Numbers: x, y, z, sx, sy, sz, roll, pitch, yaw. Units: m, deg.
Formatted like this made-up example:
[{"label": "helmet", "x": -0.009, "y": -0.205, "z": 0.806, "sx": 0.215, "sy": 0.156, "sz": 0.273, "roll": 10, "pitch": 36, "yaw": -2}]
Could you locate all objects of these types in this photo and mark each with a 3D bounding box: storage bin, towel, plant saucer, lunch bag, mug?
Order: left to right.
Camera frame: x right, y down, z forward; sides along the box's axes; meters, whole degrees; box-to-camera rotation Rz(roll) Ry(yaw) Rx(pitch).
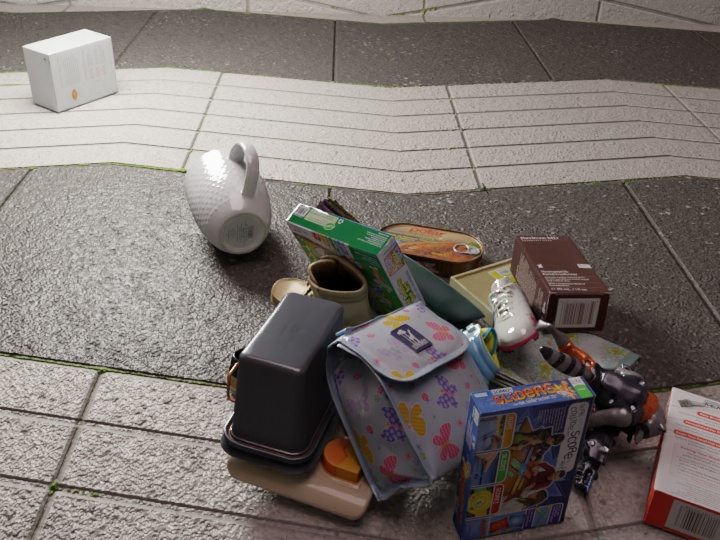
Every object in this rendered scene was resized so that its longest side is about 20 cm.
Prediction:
[{"label": "mug", "x": -0.227, "y": -0.137, "z": 1.380, "sx": 0.146, "sy": 0.202, "sz": 0.176, "roll": 5, "pitch": 34, "yaw": -29}, {"label": "storage bin", "x": -0.093, "y": 0.123, "z": 0.949, "sx": 0.144, "sy": 0.136, "sz": 0.200, "roll": 13, "pitch": 30, "yaw": 12}, {"label": "towel", "x": -0.026, "y": -0.040, "z": 1.219, "sx": 0.143, "sy": 0.200, "sz": 0.023, "roll": 41, "pitch": 70, "yaw": -2}, {"label": "lunch bag", "x": 0.063, "y": 0.147, "z": 0.926, "sx": 0.169, "sy": 0.127, "sz": 0.202, "roll": -15, "pitch": 76, "yaw": -45}, {"label": "plant saucer", "x": 0.104, "y": 0.032, "z": 1.204, "sx": 0.200, "sy": 0.201, "sz": 0.039, "roll": 34, "pitch": 86, "yaw": 39}, {"label": "towel", "x": 0.294, "y": 0.143, "z": 1.117, "sx": 0.170, "sy": 0.049, "sz": 0.199, "roll": 28, "pitch": 41, "yaw": 33}]

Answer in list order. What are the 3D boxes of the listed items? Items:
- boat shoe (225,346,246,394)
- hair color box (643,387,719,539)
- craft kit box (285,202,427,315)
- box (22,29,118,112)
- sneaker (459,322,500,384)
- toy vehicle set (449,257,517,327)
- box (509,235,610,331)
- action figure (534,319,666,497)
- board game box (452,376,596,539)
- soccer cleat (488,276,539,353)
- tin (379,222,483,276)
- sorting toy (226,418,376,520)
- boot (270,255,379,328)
[{"label": "boat shoe", "x": -0.102, "y": 0.124, "z": 1.110, "sx": 0.198, "sy": 0.063, "sz": 0.075, "roll": -14, "pitch": 34, "yaw": -26}, {"label": "hair color box", "x": 0.430, "y": 0.245, "z": 0.955, "sx": 0.110, "sy": 0.065, "sz": 0.200, "roll": 16, "pitch": 37, "yaw": 20}, {"label": "craft kit box", "x": 0.000, "y": 0.000, "z": 1.164, "sx": 0.199, "sy": 0.198, "sz": 0.049, "roll": 22, "pitch": 66, "yaw": 41}, {"label": "box", "x": -0.752, "y": -0.524, "z": 1.982, "sx": 0.105, "sy": 0.154, "sz": 0.200, "roll": 22, "pitch": 37, "yaw": 27}, {"label": "sneaker", "x": 0.121, "y": 0.107, "z": 1.084, "sx": 0.131, "sy": 0.079, "sz": 0.200, "roll": -46, "pitch": 52, "yaw": 2}, {"label": "toy vehicle set", "x": 0.269, "y": 0.027, "z": 1.312, "sx": 0.198, "sy": 0.027, "sz": 0.124, "roll": -15, "pitch": 37, "yaw": -25}, {"label": "box", "x": 0.317, "y": 0.017, "z": 1.226, "sx": 0.099, "sy": 0.076, "sz": 0.201, "roll": 0, "pitch": 27, "yaw": -6}, {"label": "action figure", "x": 0.295, "y": 0.173, "z": 0.965, "sx": 0.191, "sy": 0.105, "sz": 0.201, "roll": 22, "pitch": 57, "yaw": 4}, {"label": "board game box", "x": 0.180, "y": 0.215, "z": 0.857, "sx": 0.133, "sy": 0.202, "sz": 0.035, "roll": -6, "pitch": 33, "yaw": -13}, {"label": "soccer cleat", "x": 0.218, "y": 0.061, "z": 1.132, "sx": 0.069, "sy": 0.087, "sz": 0.200, "roll": -27, "pitch": 4, "yaw": 12}, {"label": "tin", "x": 0.127, "y": -0.039, "z": 1.398, "sx": 0.197, "sy": 0.042, "sz": 0.112, "roll": 11, "pitch": 38, "yaw": 13}, {"label": "sorting toy", "x": -0.048, "y": 0.207, "z": 0.975, "sx": 0.183, "sy": 0.037, "sz": 0.200, "roll": 15, "pitch": 36, "yaw": 14}, {"label": "boot", "x": -0.066, "y": 0.030, "z": 1.164, "sx": 0.198, "sy": 0.156, "sz": 0.073, "roll": 22, "pitch": 65, "yaw": 23}]
